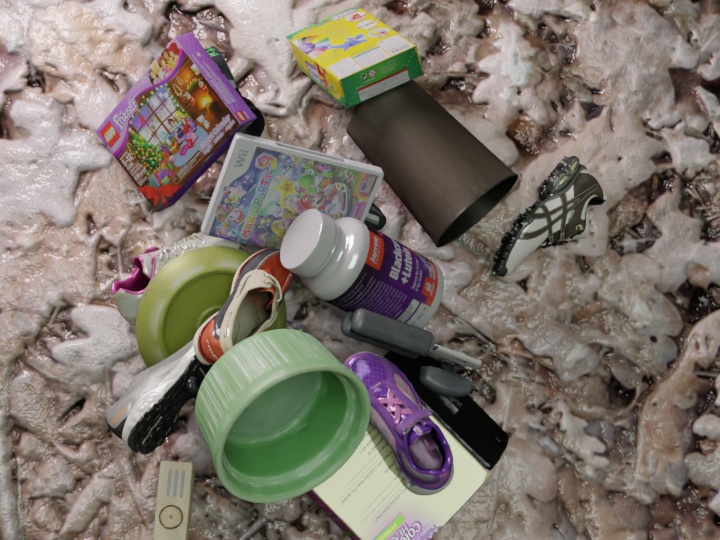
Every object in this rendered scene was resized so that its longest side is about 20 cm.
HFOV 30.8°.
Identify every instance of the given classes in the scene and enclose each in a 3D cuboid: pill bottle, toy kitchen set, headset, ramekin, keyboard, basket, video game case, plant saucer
[{"bbox_3d":[0.000,0.000,1.661,0.200,0.111,0.112,28,76,-32],"label":"pill bottle"},{"bbox_3d":[-0.154,0.329,1.594,0.199,0.163,0.181,5,80,-8],"label":"toy kitchen set"},{"bbox_3d":[-0.179,-0.188,1.702,0.094,0.123,0.200,-24,109,-12],"label":"headset"},{"bbox_3d":[-0.097,0.165,1.537,0.200,0.200,0.098,-30,45,-12],"label":"ramekin"},{"bbox_3d":[0.110,0.174,1.713,0.200,0.040,0.104,46,39,3],"label":"keyboard"},{"bbox_3d":[0.088,-0.150,1.725,0.200,0.180,0.136,48,115,10],"label":"basket"},{"bbox_3d":[-0.086,-0.088,1.659,0.200,0.018,0.143,12,119,-22],"label":"video game case"},{"bbox_3d":[-0.183,0.070,1.658,0.200,0.031,0.201,-6,104,-22],"label":"plant saucer"}]

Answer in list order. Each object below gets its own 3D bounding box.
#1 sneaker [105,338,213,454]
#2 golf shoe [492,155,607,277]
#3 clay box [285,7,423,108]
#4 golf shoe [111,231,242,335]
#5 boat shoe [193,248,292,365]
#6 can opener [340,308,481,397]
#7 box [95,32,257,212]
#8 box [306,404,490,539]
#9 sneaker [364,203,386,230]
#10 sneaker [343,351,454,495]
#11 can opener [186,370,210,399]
[{"bbox_3d":[-0.231,0.131,1.597,0.079,0.074,0.200,25,57,37],"label":"sneaker"},{"bbox_3d":[0.259,-0.059,1.768,0.094,0.078,0.200,39,78,-1],"label":"golf shoe"},{"bbox_3d":[-0.013,-0.286,1.730,0.115,0.200,0.048,-25,123,-12],"label":"clay box"},{"bbox_3d":[-0.232,-0.007,1.669,0.200,0.075,0.092,-48,125,-14],"label":"golf shoe"},{"bbox_3d":[-0.130,0.039,1.599,0.071,0.062,0.200,53,45,-18],"label":"boat shoe"},{"bbox_3d":[0.065,0.108,1.649,0.200,0.053,0.067,20,70,-27],"label":"can opener"},{"bbox_3d":[-0.237,-0.185,1.658,0.137,0.200,0.039,52,37,4],"label":"box"},{"bbox_3d":[0.029,0.254,1.670,0.200,0.097,0.176,45,77,1],"label":"box"},{"bbox_3d":[-0.072,-0.067,1.730,0.200,0.075,0.116,22,106,-21],"label":"sneaker"},{"bbox_3d":[0.052,0.182,1.592,0.080,0.088,0.200,-35,86,-11],"label":"sneaker"},{"bbox_3d":[-0.154,0.168,1.620,0.063,0.200,0.079,-28,59,17],"label":"can opener"}]
